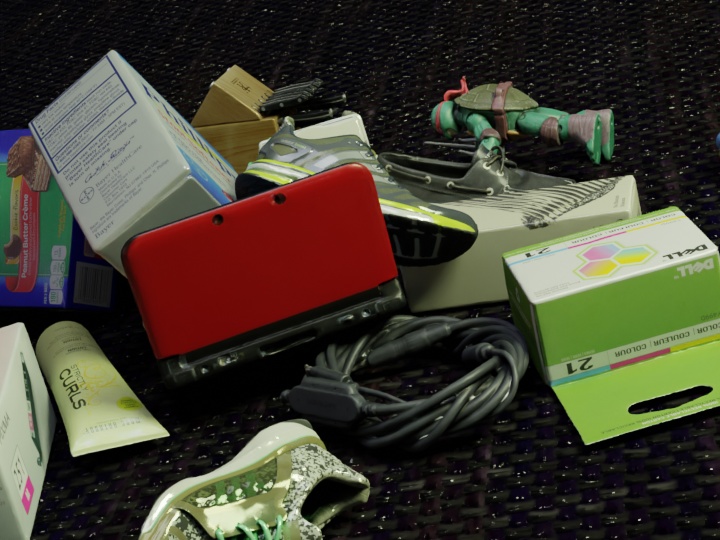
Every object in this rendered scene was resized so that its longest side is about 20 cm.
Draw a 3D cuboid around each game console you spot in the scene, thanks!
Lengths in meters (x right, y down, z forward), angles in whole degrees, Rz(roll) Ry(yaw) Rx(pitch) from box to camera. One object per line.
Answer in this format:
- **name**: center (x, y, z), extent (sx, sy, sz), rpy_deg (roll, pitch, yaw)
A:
- **game console**: center (-0.076, 0.007, 1.357), extent (0.198, 0.120, 0.172), rpy_deg (-18, -2, -6)

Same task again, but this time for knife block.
- **knife block**: center (-0.100, -0.128, 1.868), extent (0.201, 0.175, 0.064), rpy_deg (-54, -1, 32)

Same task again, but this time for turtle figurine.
- **turtle figurine**: center (0.140, -0.131, 1.671), extent (0.198, 0.102, 0.150), rpy_deg (1, 26, 21)

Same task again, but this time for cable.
- **cable**: center (0.047, 0.080, 1.290), extent (0.199, 0.051, 0.163), rpy_deg (2, 22, 44)

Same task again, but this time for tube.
- **tube**: center (-0.217, 0.099, 1.397), extent (0.058, 0.052, 0.200), rpy_deg (-47, 30, 1)

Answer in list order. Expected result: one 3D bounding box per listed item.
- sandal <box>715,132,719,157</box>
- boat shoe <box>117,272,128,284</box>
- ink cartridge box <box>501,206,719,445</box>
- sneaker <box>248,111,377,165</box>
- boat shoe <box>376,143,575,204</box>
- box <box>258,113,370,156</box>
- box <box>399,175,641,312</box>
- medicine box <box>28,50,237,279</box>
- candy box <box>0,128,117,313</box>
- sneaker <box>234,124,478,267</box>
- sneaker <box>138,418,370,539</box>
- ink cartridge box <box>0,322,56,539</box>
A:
- **sandal**: center (0.398, -0.157, 1.581), extent (0.199, 0.088, 0.079), rpy_deg (-30, 29, -30)
- **boat shoe**: center (-0.178, -0.010, 1.610), extent (0.199, 0.071, 0.063), rpy_deg (-2, 23, 47)
- **ink cartridge box**: center (0.199, 0.035, 1.253), extent (0.146, 0.076, 0.200), rpy_deg (-15, 21, -3)
- **sneaker**: center (-0.078, -0.110, 1.731), extent (0.198, 0.089, 0.077), rpy_deg (-16, 22, -4)
- **boat shoe**: center (0.106, -0.083, 1.579), extent (0.198, 0.067, 0.070), rpy_deg (3, 22, 17)
- **box**: center (-0.040, -0.070, 1.534), extent (0.094, 0.078, 0.200), rpy_deg (-16, -7, -5)
- **box**: center (0.135, -0.022, 1.439), extent (0.198, 0.069, 0.082), rpy_deg (-8, 23, 14)
- **medicine box**: center (-0.162, -0.055, 1.449), extent (0.103, 0.182, 0.200), rpy_deg (-40, 44, 5)
- **candy box**: center (-0.323, -0.046, 1.637), extent (0.199, 0.171, 0.077), rpy_deg (0, -7, 35)
- **sneaker**: center (0.003, -0.067, 1.393), extent (0.198, 0.074, 0.081), rpy_deg (19, 61, 5)
- **sneaker**: center (-0.068, 0.167, 1.118), extent (0.088, 0.078, 0.200), rpy_deg (15, 38, 36)
- **ink cartridge box**: center (-0.282, 0.086, 1.294), extent (0.043, 0.175, 0.200), rpy_deg (-13, 22, 2)
